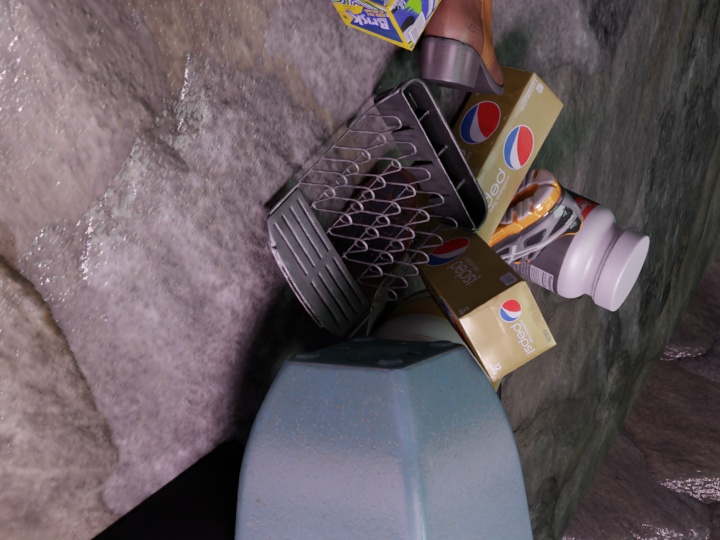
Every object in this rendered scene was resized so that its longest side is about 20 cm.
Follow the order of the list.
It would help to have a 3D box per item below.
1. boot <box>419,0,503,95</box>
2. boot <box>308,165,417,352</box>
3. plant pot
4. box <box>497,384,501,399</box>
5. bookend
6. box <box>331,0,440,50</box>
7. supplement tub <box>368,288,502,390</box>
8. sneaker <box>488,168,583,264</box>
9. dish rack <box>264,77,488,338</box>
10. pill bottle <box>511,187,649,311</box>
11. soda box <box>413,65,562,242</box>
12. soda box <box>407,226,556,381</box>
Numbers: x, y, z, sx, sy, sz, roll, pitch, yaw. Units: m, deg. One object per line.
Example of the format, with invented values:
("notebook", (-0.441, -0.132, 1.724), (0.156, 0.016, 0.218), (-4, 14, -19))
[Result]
("boot", (0.104, -0.268, 0.938), (0.188, 0.068, 0.203), (-7, 108, -65))
("boot", (0.000, 0.000, 0.991), (0.097, 0.074, 0.202), (93, 19, -85))
("plant pot", (0.018, 0.163, 0.850), (0.195, 0.194, 0.203), (-12, 101, -55))
("box", (0.123, 0.140, 1.283), (0.198, 0.049, 0.203), (0, 92, -63))
("bookend", (-0.155, 0.293, 0.916), (0.198, 0.091, 0.202), (-32, 142, -49))
("box", (0.053, -0.277, 0.789), (0.202, 0.069, 0.064), (-60, 154, -7))
("supplement tub", (0.072, 0.106, 1.067), (0.200, 0.143, 0.146), (-36, 147, -71))
("sneaker", (0.155, -0.033, 1.121), (0.077, 0.199, 0.079), (29, 52, -29))
("dish rack", (0.013, -0.048, 0.883), (0.200, 0.054, 0.154), (-48, 119, -28))
("pill bottle", (0.230, -0.039, 1.214), (0.116, 0.198, 0.117), (-44, 149, -35))
("soda box", (0.124, -0.107, 1.064), (0.064, 0.067, 0.202), (32, 85, -43))
("soda box", (0.101, 0.018, 0.918), (0.063, 0.200, 0.068), (-30, 111, 1))
